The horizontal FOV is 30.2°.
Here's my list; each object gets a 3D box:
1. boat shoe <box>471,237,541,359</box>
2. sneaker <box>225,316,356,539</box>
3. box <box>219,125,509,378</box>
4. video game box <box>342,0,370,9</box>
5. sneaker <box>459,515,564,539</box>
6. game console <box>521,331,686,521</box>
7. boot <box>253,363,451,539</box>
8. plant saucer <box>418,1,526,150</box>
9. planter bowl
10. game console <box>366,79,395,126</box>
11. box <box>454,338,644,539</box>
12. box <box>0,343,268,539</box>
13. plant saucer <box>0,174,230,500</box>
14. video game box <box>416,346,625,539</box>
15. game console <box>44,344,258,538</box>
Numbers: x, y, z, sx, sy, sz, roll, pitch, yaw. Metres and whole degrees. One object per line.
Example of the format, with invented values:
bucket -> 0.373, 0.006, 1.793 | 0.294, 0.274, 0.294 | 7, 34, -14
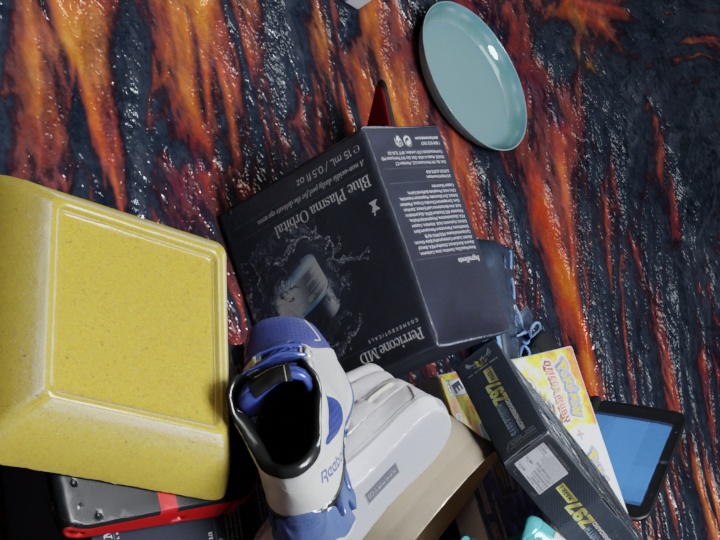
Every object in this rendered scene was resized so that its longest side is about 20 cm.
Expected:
boat shoe -> 0.160, 0.052, 1.452 | 0.068, 0.084, 0.203 | 2, 66, -18
sneaker -> -0.048, 0.089, 0.951 | 0.201, 0.079, 0.116 | -102, 178, -48
box -> 0.000, 0.000, 1.205 | 0.117, 0.195, 0.203 | -8, 75, -51
video game box -> -0.008, -0.377, 1.433 | 0.199, 0.181, 0.047 | 22, 52, -40
sneaker -> 0.089, 0.260, 1.121 | 0.080, 0.199, 0.078 | 55, 26, -12
game console -> 0.251, 0.166, 1.476 | 0.172, 0.118, 0.200 | 55, 37, -11
boot -> -0.028, 0.153, 1.018 | 0.199, 0.095, 0.074 | -38, 135, -26
plant saucer -> 0.135, -0.236, 1.650 | 0.199, 0.027, 0.203 | 28, 50, -37
planter bowl -> 0.005, 0.186, 1.130 | 0.134, 0.201, 0.200 | 38, 35, 13
game console -> 0.070, -0.075, 1.395 | 0.171, 0.118, 0.203 | 6, 65, -38
box -> 0.170, 0.172, 1.147 | 0.200, 0.051, 0.158 | 50, 8, -27
box -> -0.162, 0.159, 0.993 | 0.181, 0.103, 0.203 | 11, 60, -47
plant saucer -> -0.161, 0.040, 0.903 | 0.198, 0.048, 0.203 | 18, 57, -38
video game box -> 0.161, 0.187, 1.290 | 0.180, 0.047, 0.203 | -8, 75, -38
game console -> -0.159, 0.079, 0.942 | 0.175, 0.031, 0.203 | -1, 69, -45
